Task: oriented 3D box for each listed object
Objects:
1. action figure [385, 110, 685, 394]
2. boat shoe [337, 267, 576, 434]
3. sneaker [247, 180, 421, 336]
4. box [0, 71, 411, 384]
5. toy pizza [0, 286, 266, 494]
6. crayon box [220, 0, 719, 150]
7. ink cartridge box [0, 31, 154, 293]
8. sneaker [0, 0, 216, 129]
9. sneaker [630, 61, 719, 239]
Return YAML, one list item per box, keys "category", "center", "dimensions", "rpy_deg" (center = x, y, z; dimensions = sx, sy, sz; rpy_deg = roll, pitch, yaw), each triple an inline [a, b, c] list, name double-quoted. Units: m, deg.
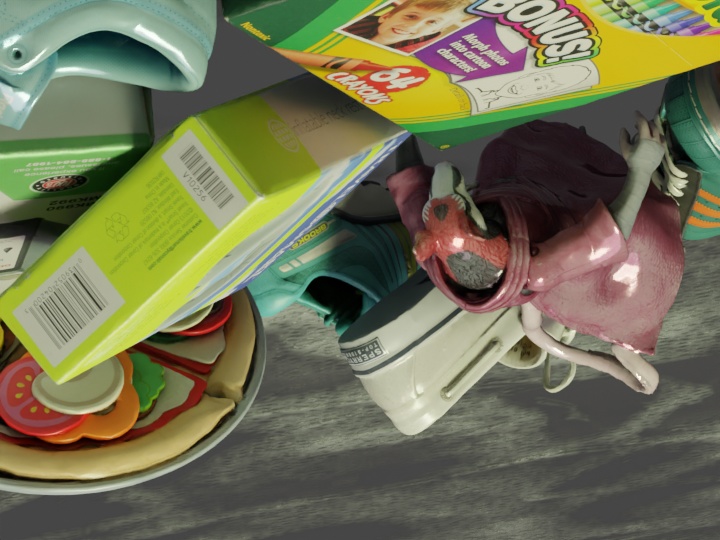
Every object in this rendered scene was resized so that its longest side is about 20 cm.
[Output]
- category: "action figure"
  center: [0.066, -0.013, 1.065]
  dimensions: [0.133, 0.150, 0.200]
  rpy_deg: [18, -164, 25]
- category: "boat shoe"
  center: [0.079, 0.022, 1.186]
  dimensions: [0.074, 0.087, 0.202]
  rpy_deg: [-19, -166, 48]
- category: "sneaker"
  center: [0.000, 0.000, 1.217]
  dimensions: [0.077, 0.080, 0.199]
  rpy_deg: [-22, 161, 37]
- category: "box"
  center: [-0.054, -0.027, 0.953]
  dimensions: [0.122, 0.048, 0.200]
  rpy_deg: [-41, 176, 24]
- category: "toy pizza"
  center: [-0.140, 0.021, 1.050]
  dimensions: [0.199, 0.201, 0.032]
  rpy_deg: [-4, 132, -18]
- category: "crayon box"
  center: [0.064, -0.117, 0.886]
  dimensions: [0.171, 0.059, 0.200]
  rpy_deg: [-16, 163, 22]
- category: "ink cartridge box"
  center: [-0.174, -0.048, 0.938]
  dimensions: [0.145, 0.085, 0.200]
  rpy_deg: [-5, 164, -18]
- category: "sneaker"
  center: [-0.140, -0.092, 0.810]
  dimensions: [0.198, 0.083, 0.074]
  rpy_deg: [-4, 162, -20]
- category: "sneaker"
  center: [0.167, -0.051, 1.148]
  dimensions: [0.079, 0.072, 0.200]
  rpy_deg: [-19, 164, 14]
